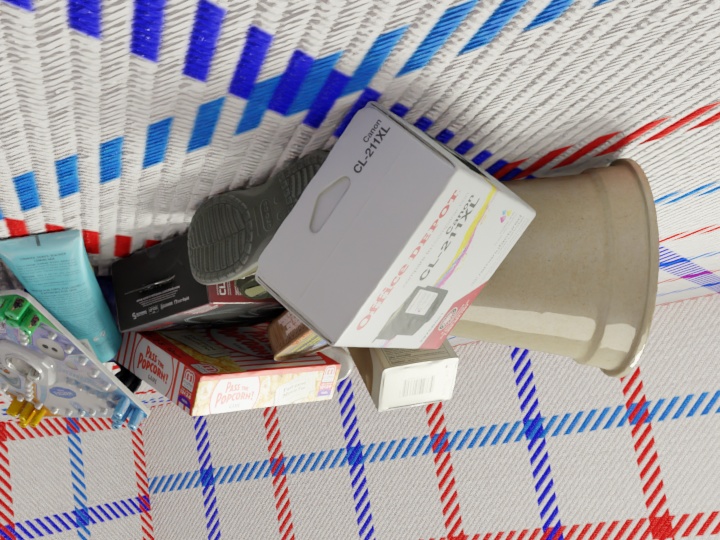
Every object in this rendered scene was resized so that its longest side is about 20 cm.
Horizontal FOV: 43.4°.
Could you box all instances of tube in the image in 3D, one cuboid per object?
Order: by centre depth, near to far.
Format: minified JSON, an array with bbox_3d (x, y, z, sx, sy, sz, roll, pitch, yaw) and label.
[{"bbox_3d":[-0.275,0.024,0.855,0.077,0.051,0.201,-13,149,-6],"label":"tube"}]

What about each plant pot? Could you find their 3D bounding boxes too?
[{"bbox_3d":[0.150,-0.006,0.834,0.181,0.203,0.201,2,170,-2],"label":"plant pot"}]

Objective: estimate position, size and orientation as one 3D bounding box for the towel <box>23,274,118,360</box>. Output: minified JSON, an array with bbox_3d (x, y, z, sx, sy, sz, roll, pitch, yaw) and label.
[{"bbox_3d":[-0.280,0.049,1.000,0.199,0.050,0.148,2,145,-40],"label":"towel"}]

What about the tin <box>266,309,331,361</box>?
[{"bbox_3d":[-0.023,0.042,0.900,0.111,0.042,0.200,-17,168,-36],"label":"tin"}]

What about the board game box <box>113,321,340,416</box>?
[{"bbox_3d":[-0.143,0.098,0.982,0.151,0.047,0.199,25,-165,39],"label":"board game box"}]

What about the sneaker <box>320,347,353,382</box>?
[{"bbox_3d":[-0.079,0.092,1.139,0.198,0.071,0.099,5,-163,31],"label":"sneaker"}]

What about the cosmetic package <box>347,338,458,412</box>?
[{"bbox_3d":[0.038,0.082,1.161,0.104,0.201,0.072,-6,126,-17],"label":"cosmetic package"}]

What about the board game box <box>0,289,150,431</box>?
[{"bbox_3d":[-0.345,0.100,0.926,0.198,0.026,0.201,-5,136,34],"label":"board game box"}]

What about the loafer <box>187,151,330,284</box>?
[{"bbox_3d":[-0.066,-0.034,0.733,0.199,0.076,0.069,-18,163,40],"label":"loafer"}]

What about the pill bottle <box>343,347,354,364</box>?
[{"bbox_3d":[-0.069,0.085,1.309,0.199,0.114,0.113,0,167,-45],"label":"pill bottle"}]

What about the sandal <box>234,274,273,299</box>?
[{"bbox_3d":[-0.027,-0.032,0.830,0.199,0.058,0.080,-17,153,-27],"label":"sandal"}]

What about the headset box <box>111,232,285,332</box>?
[{"bbox_3d":[-0.144,0.012,0.926,0.148,0.078,0.199,-17,169,39],"label":"headset box"}]

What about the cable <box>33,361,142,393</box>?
[{"bbox_3d":[-0.350,0.102,1.070,0.198,0.051,0.163,21,-169,17],"label":"cable"}]

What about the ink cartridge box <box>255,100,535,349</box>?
[{"bbox_3d":[0.034,-0.021,0.669,0.146,0.083,0.200,-55,157,11],"label":"ink cartridge box"}]
